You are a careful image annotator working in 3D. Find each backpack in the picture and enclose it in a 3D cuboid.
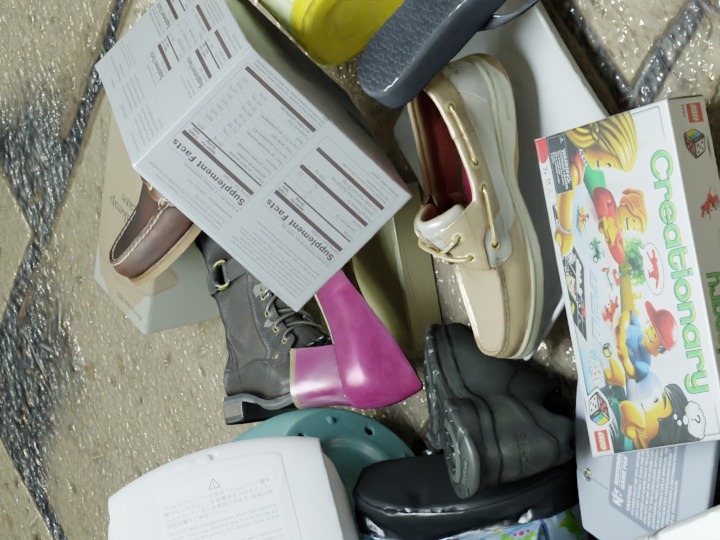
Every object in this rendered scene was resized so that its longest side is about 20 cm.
[{"bbox_3d":[0.084,0.233,1.689,0.162,0.154,0.201,-5,115,18],"label":"backpack"}]

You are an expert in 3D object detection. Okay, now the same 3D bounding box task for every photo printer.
[{"bbox_3d":[-0.078,0.211,1.671,0.070,0.166,0.201,74,180,-63],"label":"photo printer"}]

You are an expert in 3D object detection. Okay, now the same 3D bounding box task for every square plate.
[{"bbox_3d":[0.106,-0.075,1.640,0.199,0.028,0.200,61,145,24],"label":"square plate"}]

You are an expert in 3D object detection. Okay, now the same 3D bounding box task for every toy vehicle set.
[{"bbox_3d":[-0.013,-0.002,1.858,0.200,0.026,0.125,3,104,57],"label":"toy vehicle set"}]

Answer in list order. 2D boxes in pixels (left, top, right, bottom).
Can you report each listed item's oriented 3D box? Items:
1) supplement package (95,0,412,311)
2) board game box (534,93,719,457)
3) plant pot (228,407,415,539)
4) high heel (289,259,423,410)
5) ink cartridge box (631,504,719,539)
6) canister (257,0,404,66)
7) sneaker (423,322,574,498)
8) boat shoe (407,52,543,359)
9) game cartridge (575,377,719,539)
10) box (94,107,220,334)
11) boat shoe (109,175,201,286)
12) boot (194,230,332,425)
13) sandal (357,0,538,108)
[{"bbox_3d":[-0.075,-0.093,1.676,0.156,0.111,0.200,42,-171,-25],"label":"supplement package"},{"bbox_3d":[0.171,0.006,1.501,0.126,0.034,0.201,-16,84,55],"label":"board game box"},{"bbox_3d":[-0.037,0.193,1.826,0.201,0.200,0.161,61,137,23],"label":"plant pot"},{"bbox_3d":[0.000,0.000,1.759,0.096,0.067,0.201,-8,64,22],"label":"high heel"},{"bbox_3d":[0.202,0.222,1.493,0.200,0.083,0.147,-29,77,38],"label":"ink cartridge box"},{"bbox_3d":[-0.034,-0.244,1.689,0.200,0.148,0.087,48,171,35],"label":"canister"},{"bbox_3d":[0.092,0.091,1.676,0.200,0.090,0.076,-109,12,-65],"label":"sneaker"},{"bbox_3d":[0.066,-0.036,1.625,0.074,0.069,0.201,-1,101,58],"label":"boat shoe"},{"bbox_3d":[0.188,0.093,1.571,0.133,0.040,0.201,32,127,44],"label":"game cartridge"},{"bbox_3d":[-0.151,-0.059,2.006,0.095,0.077,0.201,43,135,41],"label":"box"},{"bbox_3d":[-0.130,-0.079,1.888,0.200,0.070,0.070,-50,28,13],"label":"boat shoe"},{"bbox_3d":[-0.062,0.018,1.860,0.200,0.069,0.175,-18,78,51],"label":"boot"},{"bbox_3d":[0.079,-0.178,1.575,0.200,0.043,0.076,-42,38,23],"label":"sandal"}]
